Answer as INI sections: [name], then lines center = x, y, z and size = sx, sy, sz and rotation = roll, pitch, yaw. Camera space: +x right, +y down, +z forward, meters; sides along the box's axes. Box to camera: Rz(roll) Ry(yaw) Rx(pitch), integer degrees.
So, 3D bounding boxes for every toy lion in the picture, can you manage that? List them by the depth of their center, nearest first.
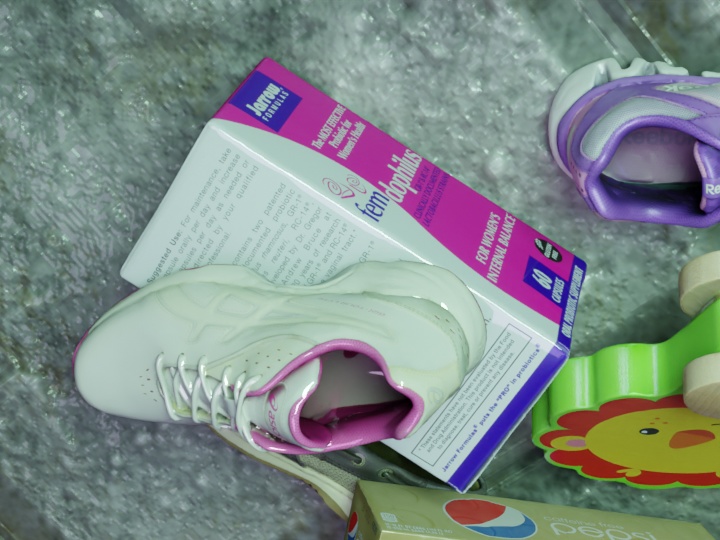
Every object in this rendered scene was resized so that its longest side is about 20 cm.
[toy lion]
center = 0.191, 0.067, 0.747
size = 0.200, 0.069, 0.192
rotation = 9, 153, -12

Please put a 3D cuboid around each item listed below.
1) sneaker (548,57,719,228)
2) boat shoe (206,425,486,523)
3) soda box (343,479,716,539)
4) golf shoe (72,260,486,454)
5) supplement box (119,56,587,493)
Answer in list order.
[sneaker]
center = 0.182, -0.056, 0.704
size = 0.200, 0.088, 0.081
rotation = -5, 113, 15
[boat shoe]
center = -0.019, 0.078, 0.834
size = 0.201, 0.072, 0.066
rotation = 38, 113, -13
[soda box]
center = 0.092, 0.160, 0.804
size = 0.200, 0.068, 0.064
rotation = 9, 103, -13
[golf shoe]
center = -0.047, 0.043, 0.693
size = 0.200, 0.092, 0.075
rotation = -8, 115, 19
[supplement box]
center = 0.000, 0.000, 0.769
size = 0.200, 0.101, 0.103
rotation = 31, 119, -3
